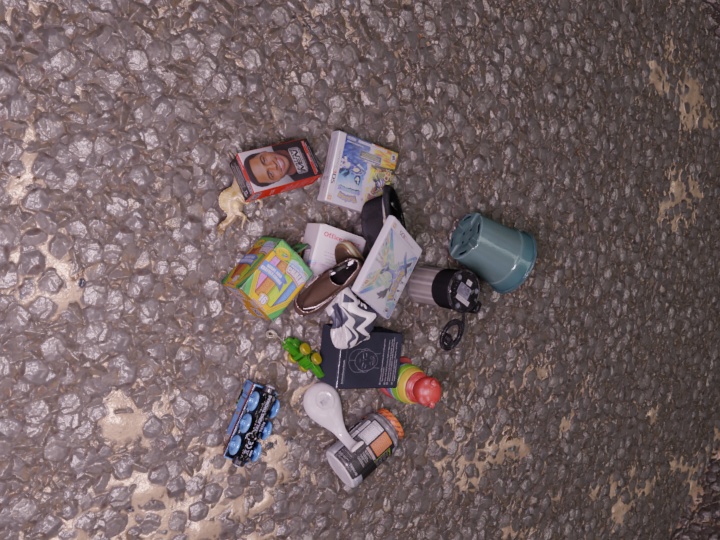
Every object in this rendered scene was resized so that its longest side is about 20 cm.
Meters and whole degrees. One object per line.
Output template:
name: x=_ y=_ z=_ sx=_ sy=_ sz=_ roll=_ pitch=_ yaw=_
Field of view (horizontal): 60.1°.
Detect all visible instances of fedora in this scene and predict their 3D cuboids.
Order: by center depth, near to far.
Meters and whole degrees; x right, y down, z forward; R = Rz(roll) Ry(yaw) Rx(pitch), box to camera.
fedora: x=0.056 y=-0.115 z=1.604 sx=0.200 sy=0.090 sz=0.204 roll=-9 pitch=90 yaw=-73

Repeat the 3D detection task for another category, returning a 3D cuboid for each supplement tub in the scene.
supplement tub: x=0.015 y=0.472 z=1.676 sx=0.199 sy=0.122 sz=0.124 roll=-35 pitch=112 yaw=-25

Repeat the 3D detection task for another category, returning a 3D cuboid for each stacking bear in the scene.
stacking bear: x=0.145 y=0.313 z=1.698 sx=0.112 sy=0.199 sz=0.124 roll=10 pitch=90 yaw=-33

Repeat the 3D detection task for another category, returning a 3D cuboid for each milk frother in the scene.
milk frother: x=0.219 y=0.099 z=1.734 sx=0.200 sy=0.187 sz=0.181 roll=-46 pitch=115 yaw=-21

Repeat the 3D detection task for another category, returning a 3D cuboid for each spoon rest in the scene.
spoon rest: x=-0.071 y=0.383 z=1.615 sx=0.099 sy=0.061 sz=0.201 roll=-32 pitch=75 yaw=-24

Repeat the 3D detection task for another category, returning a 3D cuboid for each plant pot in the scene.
plant pot: x=0.379 y=-0.064 z=1.832 sx=0.194 sy=0.200 sz=0.203 roll=26 pitch=80 yaw=-24

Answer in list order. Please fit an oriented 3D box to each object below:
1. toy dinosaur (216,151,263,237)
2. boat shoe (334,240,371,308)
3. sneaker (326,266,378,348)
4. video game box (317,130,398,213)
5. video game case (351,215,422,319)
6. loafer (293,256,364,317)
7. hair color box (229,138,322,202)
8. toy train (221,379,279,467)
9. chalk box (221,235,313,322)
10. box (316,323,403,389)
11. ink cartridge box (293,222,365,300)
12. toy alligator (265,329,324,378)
toy dinosaur: x=-0.282 y=-0.170 z=1.457 sx=0.100 sy=0.058 sz=0.203 roll=13 pitch=88 yaw=-32
boat shoe: x=0.000 y=0.000 z=1.562 sx=0.076 sy=0.071 sz=0.202 roll=-50 pitch=128 yaw=-36
sneaker: x=-0.017 y=0.088 z=1.545 sx=0.129 sy=0.079 sz=0.202 roll=-1 pitch=75 yaw=-47
video game box: x=-0.005 y=-0.248 z=1.639 sx=0.198 sy=0.047 sz=0.185 roll=13 pitch=90 yaw=-34
video game case: x=0.069 y=-0.004 z=1.509 sx=0.202 sy=0.022 sz=0.182 roll=-62 pitch=144 yaw=-11
loafer: x=-0.077 y=0.029 z=1.447 sx=0.199 sy=0.071 sz=0.073 roll=-40 pitch=76 yaw=-7
hair color box: x=-0.197 y=-0.239 z=1.473 sx=0.198 sy=0.061 sz=0.103 roll=-23 pitch=87 yaw=-37
toy train: x=-0.263 y=0.364 z=1.487 sx=0.086 sy=0.114 sz=0.202 roll=27 pitch=79 yaw=-28
chalk box: x=-0.207 y=0.001 z=1.484 sx=0.124 sy=0.124 sz=0.201 roll=48 pitch=68 yaw=-27
box: x=-0.001 y=0.227 z=1.650 sx=0.198 sy=0.107 sz=0.151 roll=7 pitch=91 yaw=-34
ink cartridge box: x=-0.085 y=-0.004 z=1.585 sx=0.146 sy=0.085 sz=0.203 roll=18 pitch=84 yaw=-34
toy alligator: x=-0.160 y=0.198 z=1.580 sx=0.200 sy=0.059 sz=0.055 roll=44 pitch=28 yaw=-23
